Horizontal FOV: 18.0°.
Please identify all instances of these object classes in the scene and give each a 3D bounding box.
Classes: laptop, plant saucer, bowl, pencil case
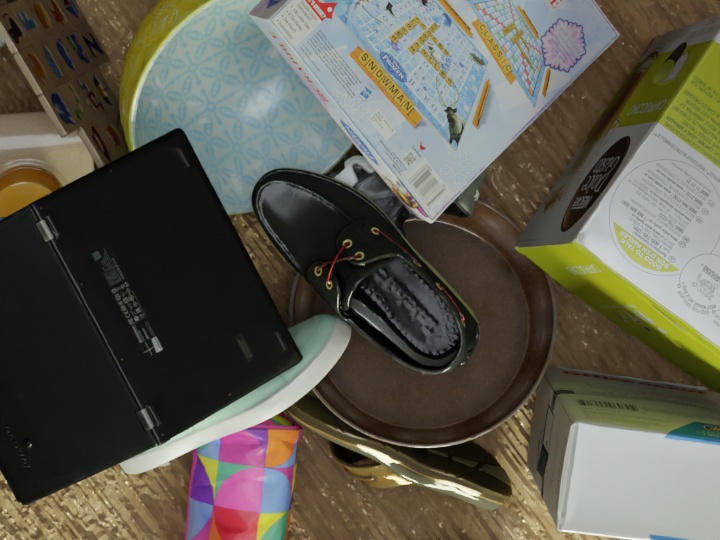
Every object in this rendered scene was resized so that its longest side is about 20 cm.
[{"bbox_3d":[-0.182,0.033,1.600,0.200,0.116,0.187,-30,95,-27],"label":"laptop"},{"bbox_3d":[0.047,0.037,1.705,0.200,0.034,0.201,0,76,0],"label":"plant saucer"},{"bbox_3d":[-0.094,-0.151,1.656,0.200,0.108,0.200,-17,131,-20],"label":"bowl"},{"bbox_3d":[-0.097,0.202,1.716,0.088,0.088,0.200,9,94,-3],"label":"pencil case"}]

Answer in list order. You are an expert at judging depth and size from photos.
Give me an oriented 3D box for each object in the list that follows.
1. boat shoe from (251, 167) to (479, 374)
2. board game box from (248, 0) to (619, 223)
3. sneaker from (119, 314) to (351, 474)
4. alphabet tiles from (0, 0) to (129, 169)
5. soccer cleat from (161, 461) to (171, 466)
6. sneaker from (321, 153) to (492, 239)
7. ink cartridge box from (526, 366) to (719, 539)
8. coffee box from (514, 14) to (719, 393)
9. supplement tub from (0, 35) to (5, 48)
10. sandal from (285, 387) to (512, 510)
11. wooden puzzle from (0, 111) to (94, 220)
[{"bbox_3d":[0.002,-0.002,1.637,0.201,0.063,0.074,41,101,3],"label":"boat shoe"},{"bbox_3d":[0.055,-0.173,1.603,0.200,0.041,0.200,-44,117,-9],"label":"board game box"},{"bbox_3d":[-0.113,0.056,1.637,0.200,0.074,0.118,-27,109,9],"label":"sneaker"},{"bbox_3d":[-0.222,-0.167,1.633,0.008,0.167,0.200,-28,97,15],"label":"alphabet tiles"},{"bbox_3d":[-0.144,0.052,1.710,0.077,0.069,0.200,20,101,-9],"label":"soccer cleat"},{"bbox_3d":[0.070,-0.087,1.690,0.200,0.066,0.091,-37,82,-6],"label":"sneaker"},{"bbox_3d":[0.207,0.136,1.663,0.146,0.200,0.086,8,96,-3],"label":"ink cartridge box"},{"bbox_3d":[0.258,-0.039,1.617,0.200,0.200,0.198,36,86,-6],"label":"coffee box"},{"bbox_3d":[-0.366,-0.184,1.634,0.200,0.144,0.145,-28,96,0],"label":"supplement tub"},{"bbox_3d":[0.020,0.137,1.725,0.200,0.080,0.054,28,118,-10],"label":"sandal"},{"bbox_3d":[-0.281,-0.009,1.641,0.185,0.046,0.200,-4,110,-5],"label":"wooden puzzle"}]
